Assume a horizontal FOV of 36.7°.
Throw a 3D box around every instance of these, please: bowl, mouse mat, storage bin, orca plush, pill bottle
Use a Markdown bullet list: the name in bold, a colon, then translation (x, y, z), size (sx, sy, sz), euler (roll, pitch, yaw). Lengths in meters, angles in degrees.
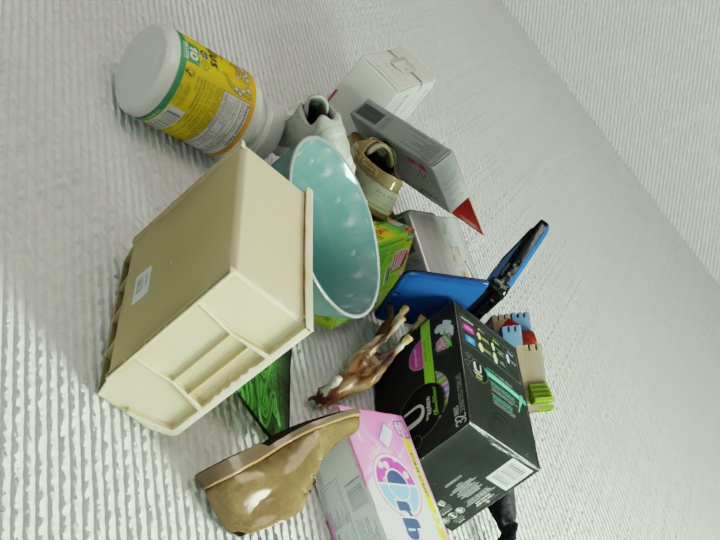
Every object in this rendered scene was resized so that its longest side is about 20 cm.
- **bowl**: translation (-0.068, -0.035, 1.186), size (0.201, 0.103, 0.204), euler (46, 36, -49)
- **mouse mat**: translation (-0.110, 0.078, 1.143), size (0.202, 0.007, 0.162), euler (-92, 158, -50)
- **storage bin**: translation (-0.143, 0.017, 1.006), size (0.093, 0.198, 0.202), euler (37, 29, -29)
- **orca plush**: translation (0.158, 0.272, 1.367), size (0.202, 0.069, 0.107), euler (-84, 174, -48)
- **pill bottle**: translation (-0.189, -0.206, 1.315), size (0.198, 0.112, 0.114), euler (25, 36, -43)

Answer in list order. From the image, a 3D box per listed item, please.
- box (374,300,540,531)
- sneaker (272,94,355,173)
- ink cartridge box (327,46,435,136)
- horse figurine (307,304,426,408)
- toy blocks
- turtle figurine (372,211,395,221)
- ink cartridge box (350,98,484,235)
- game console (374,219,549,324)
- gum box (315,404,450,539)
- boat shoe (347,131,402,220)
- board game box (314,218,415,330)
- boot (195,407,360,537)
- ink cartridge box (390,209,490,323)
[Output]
- **box**: translation (0.109, 0.170, 1.286), size (0.124, 0.148, 0.202), euler (35, 30, -27)
- **sneaker**: translation (-0.062, -0.181, 1.363), size (0.074, 0.094, 0.200), euler (-13, 25, -23)
- **ink cartridge box**: translation (0.021, -0.262, 1.692), size (0.083, 0.147, 0.200), euler (44, 25, 5)
- **horse figurine**: translation (0.015, 0.100, 1.277), size (0.050, 0.133, 0.200), euler (44, 13, 0)
- **toy blocks**: translation (0.201, 0.119, 1.440), size (0.200, 0.098, 0.140), euler (103, -18, -76)
- **turtle figurine**: translation (0.000, -0.099, 1.545), size (0.160, 0.064, 0.202), euler (35, 31, -32)
- **ink cartridge box**: translation (0.081, -0.137, 1.552), size (0.199, 0.043, 0.175), euler (39, -17, 43)
- **game console**: translation (0.125, 0.002, 1.369), size (0.118, 0.200, 0.172), euler (36, 69, 1)
- **gum box**: translation (0.023, 0.249, 1.135), size (0.113, 0.066, 0.202), euler (18, 42, -48)
- **boat shoe**: translation (0.020, -0.143, 1.482), size (0.073, 0.067, 0.201), euler (25, 24, -28)
- **board game box**: translation (0.000, 0.000, 1.370), size (0.047, 0.103, 0.199), euler (21, 17, 20)
- **boot**: translation (-0.066, 0.191, 1.044), size (0.198, 0.073, 0.076), euler (-22, 83, -44)
- **ink cartridge box**: translation (0.120, 0.018, 1.557), size (0.173, 0.043, 0.204), euler (3, 68, -63)
